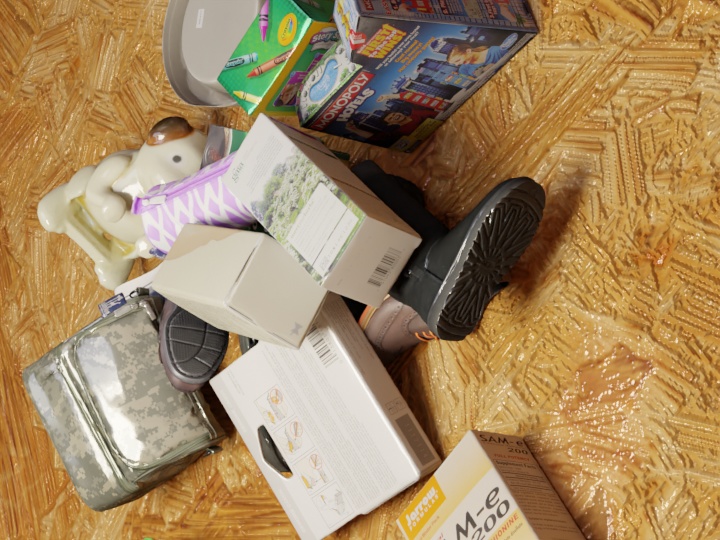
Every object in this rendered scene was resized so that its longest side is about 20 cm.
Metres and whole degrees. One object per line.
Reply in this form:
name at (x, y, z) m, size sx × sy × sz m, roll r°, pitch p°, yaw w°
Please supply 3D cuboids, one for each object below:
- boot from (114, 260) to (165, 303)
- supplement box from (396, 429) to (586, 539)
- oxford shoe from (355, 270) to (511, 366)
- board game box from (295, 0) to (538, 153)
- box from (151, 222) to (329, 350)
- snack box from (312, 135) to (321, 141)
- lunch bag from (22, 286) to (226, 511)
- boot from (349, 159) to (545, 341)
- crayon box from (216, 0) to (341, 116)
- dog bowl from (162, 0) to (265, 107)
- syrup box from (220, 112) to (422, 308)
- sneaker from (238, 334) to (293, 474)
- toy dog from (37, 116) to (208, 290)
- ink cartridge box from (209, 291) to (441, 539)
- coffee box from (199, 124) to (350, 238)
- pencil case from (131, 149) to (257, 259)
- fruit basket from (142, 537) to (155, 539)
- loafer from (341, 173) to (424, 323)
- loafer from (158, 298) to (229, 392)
boot at (-0.202, 0.036, 1.895) m, size 0.199 × 0.072 × 0.091 m, roll -26°, pitch 76°, yaw 45°
supplement box at (0.128, 0.256, 1.460) m, size 0.126 × 0.073 × 0.201 m, roll -54°, pitch 47°, yaw 25°
oxford shoe at (0.064, 0.042, 1.586) m, size 0.200 × 0.071 × 0.073 m, roll -46°, pitch 55°, yaw 31°
board game box at (0.030, -0.208, 1.580) m, size 0.200 × 0.199 × 0.062 m, roll -41°, pitch 54°, yaw 34°
box at (-0.117, 0.013, 1.611) m, size 0.078 × 0.095 × 0.199 m, roll -62°, pitch 27°, yaw -10°
snack box at (-0.085, -0.035, 1.791) m, size 0.116 × 0.037 × 0.202 m, roll -20°, pitch 67°, yaw 43°
lunch bag at (-0.252, 0.140, 1.840) m, size 0.167 × 0.139 × 0.201 m, roll -31°, pitch 82°, yaw 23°
boot at (0.061, -0.050, 1.538) m, size 0.166 × 0.065 × 0.200 m, roll -56°, pitch 42°, yaw 5°
crayon box at (-0.037, -0.215, 1.654) m, size 0.058 × 0.199 × 0.119 m, roll 47°, pitch 117°, yaw 21°
dog bowl at (-0.145, -0.279, 1.899) m, size 0.199 × 0.058 × 0.202 m, roll -15°, pitch 70°, yaw 46°
syrup box at (-0.039, -0.058, 1.536) m, size 0.079 × 0.081 × 0.200 m, roll -57°, pitch 44°, yaw 13°
sneaker at (-0.099, 0.116, 1.728) m, size 0.090 × 0.075 × 0.202 m, roll -14°, pitch 84°, yaw 53°
toy dog at (-0.237, -0.091, 1.920) m, size 0.199 × 0.194 × 0.140 m, roll -25°, pitch 107°, yaw 42°
ink cartridge box at (-0.037, 0.146, 1.634) m, size 0.176 × 0.045 × 0.201 m, roll -38°, pitch 80°, yaw 38°
coffee box at (-0.100, -0.082, 1.757) m, size 0.199 × 0.044 × 0.124 m, roll 18°, pitch 94°, yaw 47°
pencil case at (-0.146, -0.080, 1.710) m, size 0.199 × 0.085 × 0.085 m, roll -23°, pitch 44°, yaw 40°
fruit basket at (-0.204, 0.381, 1.711) m, size 0.215 × 0.214 × 0.157 m, roll 26°, pitch 101°, yaw 48°
loafer at (0.000, 0.000, 1.664) m, size 0.068 × 0.070 × 0.202 m, roll 29°, pitch 103°, yaw 48°
loafer at (-0.179, 0.060, 1.758) m, size 0.201 × 0.071 × 0.063 m, roll -94°, pitch 24°, yaw -47°
